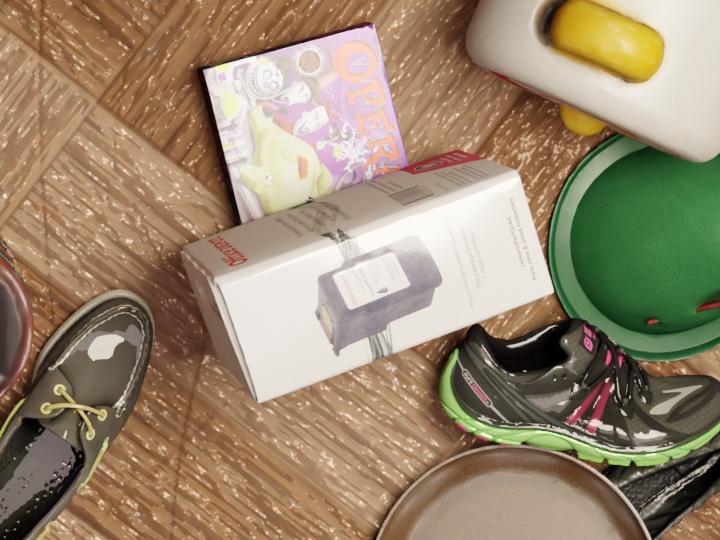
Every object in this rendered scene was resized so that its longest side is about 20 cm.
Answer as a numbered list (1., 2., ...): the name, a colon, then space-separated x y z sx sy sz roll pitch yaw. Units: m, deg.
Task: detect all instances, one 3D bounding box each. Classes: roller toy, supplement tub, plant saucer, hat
1. roller toy: 0.165 -0.151 1.477 0.182 0.200 0.141 21 95 -33
2. supplement tub: -0.254 0.019 1.410 0.106 0.200 0.108 -2 100 -12
3. plant saucer: 0.104 0.217 1.572 0.198 0.032 0.202 0 88 9
4. hat: 0.239 -0.012 1.517 0.199 0.176 0.167 -21 102 -8

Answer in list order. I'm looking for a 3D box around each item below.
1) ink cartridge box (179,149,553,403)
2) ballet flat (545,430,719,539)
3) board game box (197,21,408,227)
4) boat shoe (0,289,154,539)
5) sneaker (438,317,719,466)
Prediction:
1. ink cartridge box: 0.000 0.000 1.460 0.199 0.145 0.085 -20 102 -9
2. ballet flat: 0.181 0.169 1.595 0.200 0.057 0.066 -45 104 -1
3. board game box: -0.025 -0.051 1.536 0.119 0.032 0.202 -17 101 -13
4. boat shoe: -0.193 0.106 1.507 0.071 0.061 0.202 32 91 -14
5. sneaker: 0.154 0.077 1.556 0.198 0.077 0.084 6 115 -10
